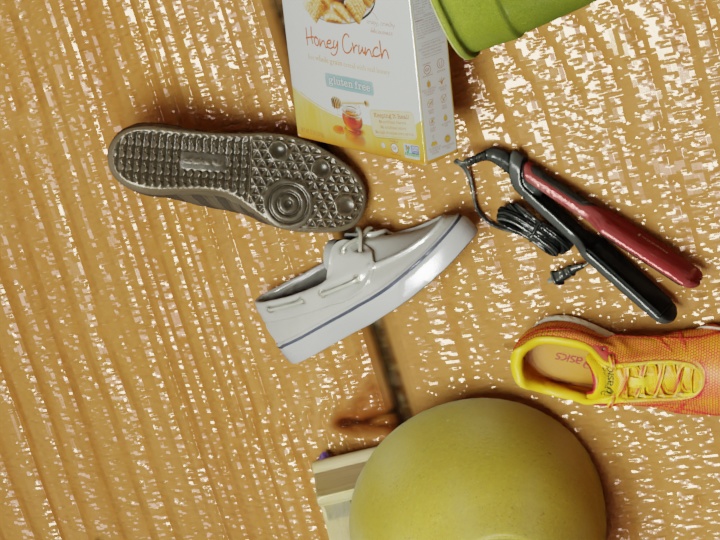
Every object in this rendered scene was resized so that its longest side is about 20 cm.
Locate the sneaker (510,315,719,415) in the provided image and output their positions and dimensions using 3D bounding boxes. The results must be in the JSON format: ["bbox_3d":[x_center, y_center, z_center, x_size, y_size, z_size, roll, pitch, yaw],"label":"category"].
[{"bbox_3d":[0.207,0.079,1.540,0.199,0.077,0.073,2,110,20],"label":"sneaker"}]

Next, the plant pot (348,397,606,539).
[{"bbox_3d":[0.095,0.212,1.563,0.199,0.142,0.201,-1,107,-4],"label":"plant pot"}]

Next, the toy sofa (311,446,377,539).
[{"bbox_3d":[0.022,0.238,1.691,0.083,0.098,0.201,-13,107,1],"label":"toy sofa"}]

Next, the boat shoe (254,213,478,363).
[{"bbox_3d":[0.000,0.000,1.601,0.200,0.072,0.066,-31,102,38],"label":"boat shoe"}]

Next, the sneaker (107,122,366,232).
[{"bbox_3d":[-0.094,-0.077,1.613,0.199,0.076,0.071,14,92,-6],"label":"sneaker"}]

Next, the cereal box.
[{"bbox_3d":[0.001,-0.184,1.506,0.144,0.039,0.201,16,120,47],"label":"cereal box"}]

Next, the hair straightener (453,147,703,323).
[{"bbox_3d":[0.148,-0.020,1.543,0.200,0.041,0.077,33,120,7],"label":"hair straightener"}]

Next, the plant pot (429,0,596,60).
[{"bbox_3d":[0.137,-0.258,1.376,0.192,0.200,0.201,-13,106,15],"label":"plant pot"}]
